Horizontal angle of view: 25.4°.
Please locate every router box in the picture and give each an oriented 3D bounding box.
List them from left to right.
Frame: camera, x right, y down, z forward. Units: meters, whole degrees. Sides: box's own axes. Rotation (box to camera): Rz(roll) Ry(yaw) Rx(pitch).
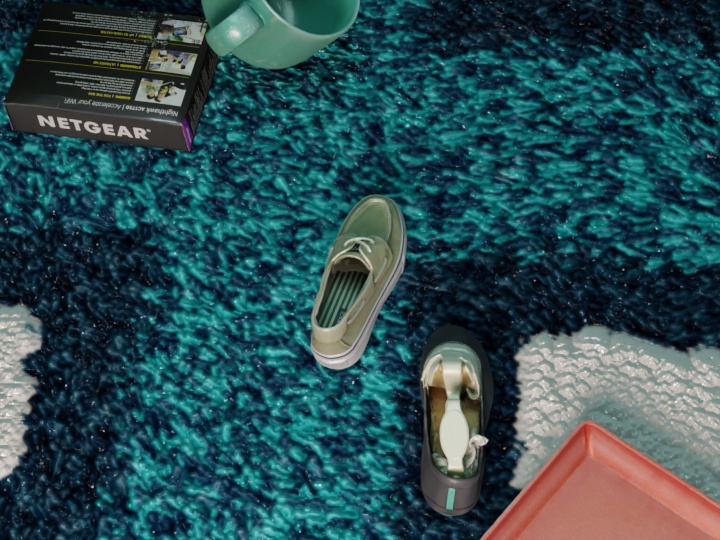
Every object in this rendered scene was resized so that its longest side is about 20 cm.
[{"bbox_3d":[-0.262,-0.209,1.703,0.199,0.051,0.150,8,57,10],"label":"router box"}]

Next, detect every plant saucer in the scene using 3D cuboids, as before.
[{"bbox_3d":[0.213,0.252,1.349,0.199,0.037,0.200,33,62,24],"label":"plant saucer"}]

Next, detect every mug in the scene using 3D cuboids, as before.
[{"bbox_3d":[-0.105,-0.290,1.679,0.185,0.114,0.153,-4,75,-42],"label":"mug"}]

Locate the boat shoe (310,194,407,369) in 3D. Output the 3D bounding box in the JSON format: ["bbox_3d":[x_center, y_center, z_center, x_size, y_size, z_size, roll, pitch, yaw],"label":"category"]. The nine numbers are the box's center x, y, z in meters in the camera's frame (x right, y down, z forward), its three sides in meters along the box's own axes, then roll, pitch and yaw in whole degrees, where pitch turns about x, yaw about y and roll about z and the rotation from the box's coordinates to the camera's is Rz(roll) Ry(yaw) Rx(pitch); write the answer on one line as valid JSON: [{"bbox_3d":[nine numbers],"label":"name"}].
[{"bbox_3d":[0.000,0.000,1.527,0.072,0.062,0.200,9,55,10],"label":"boat shoe"}]

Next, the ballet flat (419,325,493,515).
[{"bbox_3d":[0.086,0.121,1.432,0.073,0.073,0.200,0,54,4],"label":"ballet flat"}]
